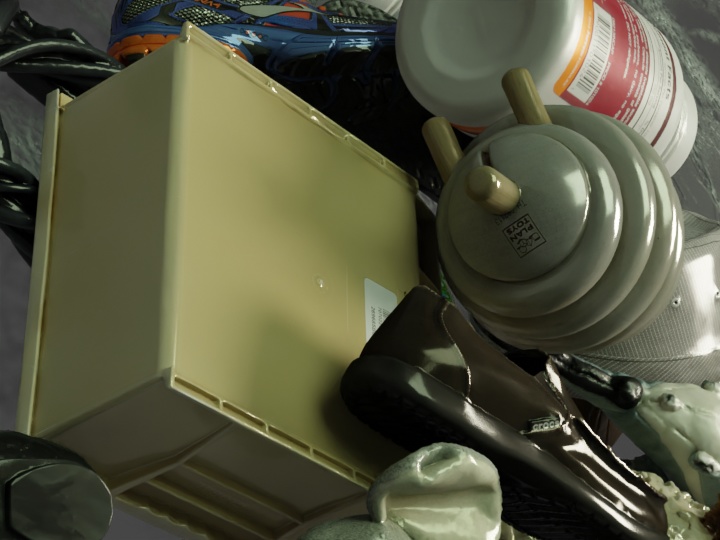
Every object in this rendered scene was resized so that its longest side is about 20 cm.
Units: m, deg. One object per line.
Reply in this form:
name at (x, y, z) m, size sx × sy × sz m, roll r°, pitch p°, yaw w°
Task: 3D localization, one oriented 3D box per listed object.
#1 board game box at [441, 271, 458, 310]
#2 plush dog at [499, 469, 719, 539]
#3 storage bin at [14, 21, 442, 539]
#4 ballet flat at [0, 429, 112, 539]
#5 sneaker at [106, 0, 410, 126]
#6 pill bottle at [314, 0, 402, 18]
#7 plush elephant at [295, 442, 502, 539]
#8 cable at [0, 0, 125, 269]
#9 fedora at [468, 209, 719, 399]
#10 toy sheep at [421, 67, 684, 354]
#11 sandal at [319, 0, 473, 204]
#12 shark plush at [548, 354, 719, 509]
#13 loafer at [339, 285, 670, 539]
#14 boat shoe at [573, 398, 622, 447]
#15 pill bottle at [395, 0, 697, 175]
board game box at (0.000, 0.000, 1.133) m, size 0.126 × 0.035 × 0.200 m, roll 20°, pitch 40°, yaw -45°
plush dog at (0.102, 0.142, 1.022) m, size 0.172 × 0.161 × 0.200 m, roll 24°, pitch 30°, yaw 2°
storage bin at (-0.050, 0.022, 0.927) m, size 0.198 × 0.094 × 0.200 m, roll 33°, pitch 43°, yaw -39°
ballet flat at (-0.189, 0.081, 0.768) m, size 0.200 × 0.057 × 0.067 m, roll 22°, pitch 66°, yaw -34°
sneaker at (-0.048, -0.134, 1.112) m, size 0.200 × 0.075 × 0.079 m, roll 2°, pitch 59°, yaw -23°
pill bottle at (0.069, -0.136, 1.317) m, size 0.200 × 0.112 × 0.112 m, roll 41°, pitch 30°, yaw -19°
plush elephant at (0.020, 0.168, 0.835) m, size 0.155 × 0.165 × 0.200 m, roll 40°, pitch 11°, yaw -28°
cable at (-0.135, -0.052, 0.984) m, size 0.200 × 0.051 × 0.163 m, roll 46°, pitch 27°, yaw -10°
fedora at (0.160, 0.010, 1.156) m, size 0.200 × 0.090 × 0.177 m, roll -4°, pitch 21°, yaw -34°
toy sheep at (0.097, -0.024, 0.992) m, size 0.200 × 0.138 × 0.138 m, roll 17°, pitch 42°, yaw -56°
sandal at (0.036, -0.082, 1.193) m, size 0.200 × 0.075 × 0.048 m, roll 43°, pitch -9°, yaw -15°
shark plush at (0.170, 0.108, 1.068) m, size 0.200 × 0.083 × 0.091 m, roll 27°, pitch 51°, yaw -32°
loafer at (0.080, 0.071, 0.902) m, size 0.200 × 0.073 × 0.071 m, roll 37°, pitch 65°, yaw -35°
boat shoe at (0.139, 0.070, 1.231) m, size 0.064 × 0.071 × 0.200 m, roll 22°, pitch 19°, yaw 25°
pill bottle at (0.114, -0.110, 1.125) m, size 0.200 × 0.113 × 0.113 m, roll 25°, pitch 36°, yaw -55°
